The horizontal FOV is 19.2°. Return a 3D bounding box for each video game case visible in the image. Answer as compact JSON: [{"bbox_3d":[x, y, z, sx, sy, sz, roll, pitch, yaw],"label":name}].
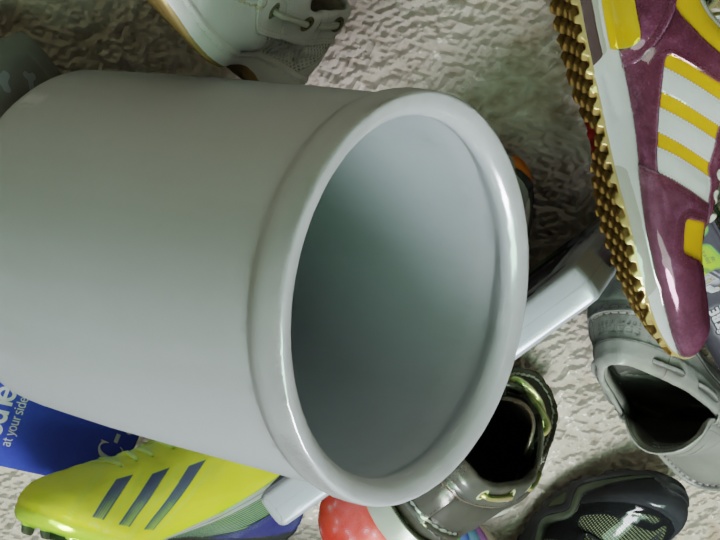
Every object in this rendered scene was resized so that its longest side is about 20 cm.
[{"bbox_3d":[0.052,0.043,1.088,0.200,0.182,0.023,-38,90,19],"label":"video game case"}]

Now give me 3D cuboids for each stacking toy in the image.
[{"bbox_3d":[0.020,0.154,1.170,0.085,0.086,0.200,-23,157,8],"label":"stacking toy"}]

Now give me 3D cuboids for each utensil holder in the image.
[{"bbox_3d":[-0.055,-0.001,0.925,0.199,0.170,0.171,9,142,37],"label":"utensil holder"}]

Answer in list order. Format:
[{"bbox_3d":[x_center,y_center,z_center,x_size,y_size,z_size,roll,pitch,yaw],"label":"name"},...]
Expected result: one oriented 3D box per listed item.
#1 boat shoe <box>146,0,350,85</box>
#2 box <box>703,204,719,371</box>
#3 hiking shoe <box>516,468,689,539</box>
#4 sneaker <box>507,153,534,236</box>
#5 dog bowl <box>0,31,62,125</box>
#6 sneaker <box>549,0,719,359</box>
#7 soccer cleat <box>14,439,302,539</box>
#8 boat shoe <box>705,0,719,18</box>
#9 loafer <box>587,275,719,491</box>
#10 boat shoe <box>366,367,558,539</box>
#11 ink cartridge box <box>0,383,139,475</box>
[{"bbox_3d":[-0.054,-0.131,0.944,0.069,0.071,0.200,-44,166,7],"label":"boat shoe"},{"bbox_3d":[0.182,0.001,1.109,0.035,0.110,0.200,-26,129,11],"label":"box"},{"bbox_3d":[0.120,0.199,1.264,0.200,0.101,0.076,-38,129,21],"label":"hiking shoe"},{"bbox_3d":[0.000,0.000,1.101,0.200,0.076,0.092,-41,118,18],"label":"sneaker"},{"bbox_3d":[-0.228,-0.041,1.001,0.198,0.059,0.201,2,124,3],"label":"dog bowl"},{"bbox_3d":[0.148,-0.060,0.965,0.089,0.075,0.202,-15,105,-2],"label":"sneaker"},{"bbox_3d":[-0.104,0.110,1.140,0.199,0.064,0.084,6,97,-49],"label":"soccer cleat"},{"bbox_3d":[0.135,-0.153,1.004,0.199,0.063,0.074,11,126,-19],"label":"boat shoe"},{"bbox_3d":[0.168,0.074,1.176,0.069,0.070,0.200,-4,145,28],"label":"loafer"},{"bbox_3d":[0.068,0.091,1.119,0.060,0.202,0.072,-39,86,27],"label":"boat shoe"},{"bbox_3d":[-0.140,0.021,1.107,0.093,0.044,0.201,14,125,-19],"label":"ink cartridge box"}]
